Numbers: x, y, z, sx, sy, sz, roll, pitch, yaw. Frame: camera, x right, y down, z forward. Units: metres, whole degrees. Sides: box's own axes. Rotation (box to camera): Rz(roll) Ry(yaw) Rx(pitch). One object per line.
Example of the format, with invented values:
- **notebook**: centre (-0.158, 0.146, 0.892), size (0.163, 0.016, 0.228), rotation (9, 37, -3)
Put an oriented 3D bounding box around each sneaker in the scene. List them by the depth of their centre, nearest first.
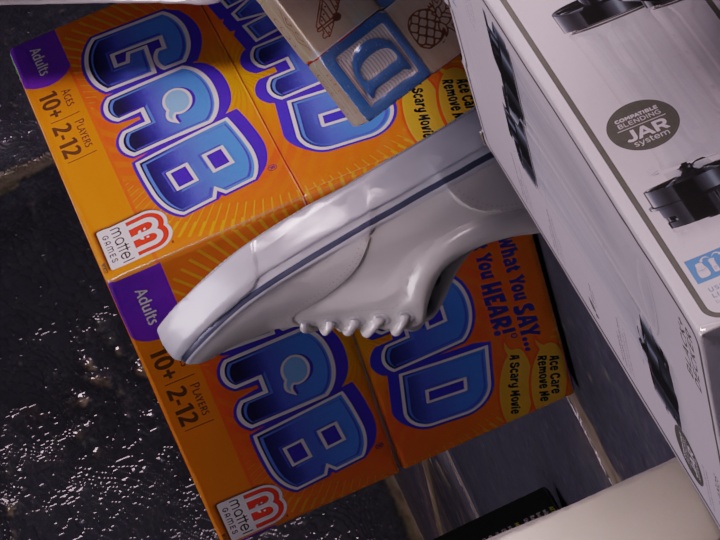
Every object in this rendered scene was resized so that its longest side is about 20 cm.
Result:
- **sneaker**: centre (0.000, 0.000, 1.107), size (0.071, 0.200, 0.073), rotation (59, -158, 2)

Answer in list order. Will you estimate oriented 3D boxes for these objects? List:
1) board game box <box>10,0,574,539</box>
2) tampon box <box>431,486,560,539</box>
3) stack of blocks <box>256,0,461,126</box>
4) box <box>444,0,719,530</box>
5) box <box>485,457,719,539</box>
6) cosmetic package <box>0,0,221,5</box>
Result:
- **board game box**: centre (-0.035, -0.025, 1.288), size (0.200, 0.200, 0.200), rotation (-118, 7, -46)
- **tampon box**: centre (0.065, 0.259, 1.541), size (0.126, 0.200, 0.150), rotation (-121, 7, -54)
- **stack of blocks**: centre (-0.016, -0.165, 0.897), size (0.200, 0.115, 0.059), rotation (53, 177, -4)
- **box**: centre (0.090, -0.025, 0.742), size (0.117, 0.060, 0.200), rotation (71, 173, -47)
- **box**: centre (0.133, 0.200, 1.056), size (0.128, 0.109, 0.200), rotation (76, 170, -65)
- **cosmetic package**: centre (-0.141, -0.251, 1.177), size (0.166, 0.167, 0.200), rotation (72, -158, -56)
